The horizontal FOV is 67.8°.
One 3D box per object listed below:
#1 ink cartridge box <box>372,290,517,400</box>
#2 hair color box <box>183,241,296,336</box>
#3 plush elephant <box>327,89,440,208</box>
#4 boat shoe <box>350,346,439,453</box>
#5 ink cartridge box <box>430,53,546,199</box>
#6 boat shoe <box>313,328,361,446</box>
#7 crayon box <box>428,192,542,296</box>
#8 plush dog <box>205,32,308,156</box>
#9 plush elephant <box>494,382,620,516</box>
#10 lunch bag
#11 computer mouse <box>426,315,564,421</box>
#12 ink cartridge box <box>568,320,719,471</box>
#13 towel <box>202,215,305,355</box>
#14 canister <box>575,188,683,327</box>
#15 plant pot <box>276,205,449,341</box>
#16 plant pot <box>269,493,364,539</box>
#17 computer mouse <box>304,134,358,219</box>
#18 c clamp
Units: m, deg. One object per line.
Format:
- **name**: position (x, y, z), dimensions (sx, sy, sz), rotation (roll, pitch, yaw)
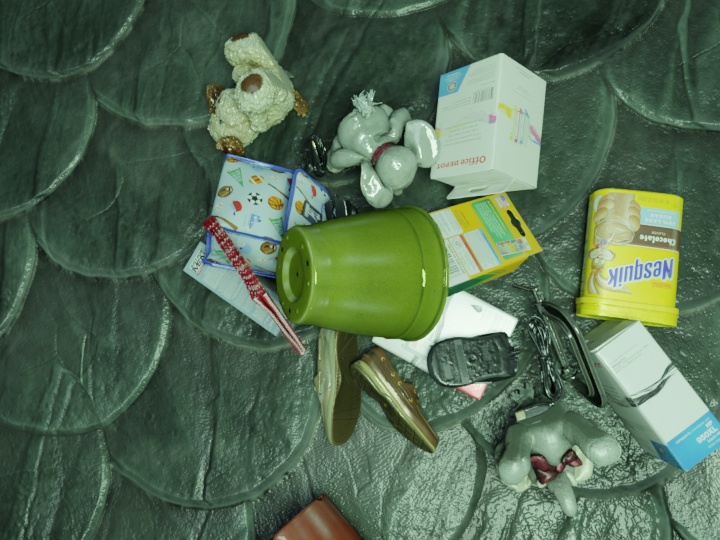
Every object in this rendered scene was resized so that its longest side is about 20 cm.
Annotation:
- **ink cartridge box**: position (0.136, 0.099, 0.890), dimensions (0.198, 0.083, 0.148), rotation (27, 90, 9)
- **hair color box**: position (-0.196, 0.032, 0.932), dimensions (0.199, 0.099, 0.061), rotation (34, 91, 9)
- **plush elephant**: position (0.038, -0.188, 0.880), dimensions (0.163, 0.200, 0.156), rotation (-31, 85, -4)
- **boat shoe**: position (0.069, 0.214, 0.893), dimensions (0.067, 0.072, 0.201), rotation (-40, 91, -25)
- **ink cartridge box**: position (0.204, -0.213, 0.865), dimensions (0.128, 0.124, 0.204), rotation (3, 85, 51)
- **boat shoe**: position (-0.045, 0.194, 0.920), dimensions (0.064, 0.071, 0.204), rotation (-1, 89, 44)
- **crayon box**: position (0.182, -0.044, 0.872), dimensions (0.197, 0.052, 0.127), rotation (-18, 68, -25)
- **plush dog**: position (-0.202, -0.292, 0.961), dimensions (0.170, 0.160, 0.202), rotation (-32, 53, 18)
- **plush elephant**: position (0.290, 0.289, 0.817), dimensions (0.162, 0.200, 0.157), rotation (-20, 106, 7)
- **lunch bag**: position (-0.146, -0.085, 0.896), dimensions (0.197, 0.124, 0.172), rotation (14, 54, -14)
- **computer mouse**: position (0.203, 0.160, 0.811), dimensions (0.197, 0.046, 0.143), rotation (-14, 74, -4)
- **ink cartridge box**: position (0.425, 0.179, 0.813), dimensions (0.084, 0.145, 0.201), rotation (-36, 82, 1)
- **towel**: position (-0.151, 0.020, 0.756), dimensions (0.022, 0.145, 0.200), rotation (-36, 49, -9)
- **canister**: position (0.432, -0.020, 0.861), dimensions (0.146, 0.087, 0.204), rotation (7, 84, 8)
- **plant pot**: position (-0.011, 0.005, 0.758), dimensions (0.190, 0.199, 0.204), rotation (-1, 83, -30)
- **plant pot**: position (-0.055, 0.480, 0.837), dimensions (0.200, 0.201, 0.196), rotation (-42, 73, 2)
- **computer mouse**: position (-0.050, -0.125, 0.889), dimensions (0.058, 0.034, 0.202), rotation (-8, 114, 41)
- **c clamp**: position (0.321, 0.114, 0.846), dimensions (0.027, 0.171, 0.203), rotation (-25, 96, -4)
